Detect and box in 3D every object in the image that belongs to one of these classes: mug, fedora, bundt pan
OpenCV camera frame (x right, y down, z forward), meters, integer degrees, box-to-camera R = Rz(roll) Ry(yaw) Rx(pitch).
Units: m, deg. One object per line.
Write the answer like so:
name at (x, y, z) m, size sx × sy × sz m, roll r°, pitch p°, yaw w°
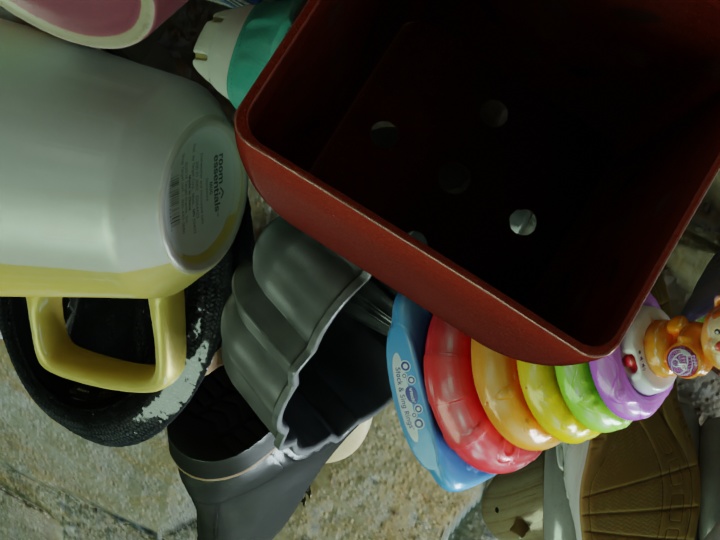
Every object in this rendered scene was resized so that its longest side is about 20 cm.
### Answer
mug at (-0.137, -0.041, 1.551) m, size 0.153 × 0.150 × 0.187 m, roll 10°, pitch 154°, yaw 30°
fedora at (-0.120, -0.002, 1.669) m, size 0.200 × 0.092 × 0.201 m, roll 5°, pitch 99°, yaw 39°
bundt pan at (0.000, 0.000, 1.582) m, size 0.076 × 0.202 × 0.202 m, roll 42°, pitch 156°, yaw 17°

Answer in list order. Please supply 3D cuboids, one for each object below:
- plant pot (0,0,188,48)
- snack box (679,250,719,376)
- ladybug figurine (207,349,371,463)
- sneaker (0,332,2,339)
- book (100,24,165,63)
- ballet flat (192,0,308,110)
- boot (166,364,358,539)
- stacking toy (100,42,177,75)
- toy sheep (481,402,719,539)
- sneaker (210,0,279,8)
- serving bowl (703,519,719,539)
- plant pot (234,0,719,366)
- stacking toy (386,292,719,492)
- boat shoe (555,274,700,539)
plant pot at (-0.104, -0.209, 1.344) m, size 0.200 × 0.179 × 0.200 m, roll 25°, pitch 153°, yaw 14°
snack box at (0.282, 0.046, 1.487) m, size 0.200 × 0.068 × 0.169 m, roll 35°, pitch 153°, yaw -9°
ladybug figurine at (-0.044, 0.048, 1.829) m, size 0.136 × 0.072 × 0.200 m, roll 28°, pitch 154°, yaw 12°
sneaker at (-0.171, 0.041, 1.954) m, size 0.200 × 0.076 × 0.116 m, roll -3°, pitch 140°, yaw 48°
book at (-0.180, -0.174, 1.550) m, size 0.134 × 0.048 × 0.200 m, roll 36°, pitch 178°, yaw 10°
ballet flat at (-0.049, -0.098, 1.486) m, size 0.070 × 0.067 × 0.200 m, roll 19°, pitch 171°, yaw 9°
boot at (-0.024, 0.087, 1.740) m, size 0.078 × 0.200 × 0.138 m, roll 54°, pitch 161°, yaw 32°
stacking toy at (-0.184, -0.091, 1.723) m, size 0.200 × 0.146 × 0.146 m, roll -26°, pitch 120°, yaw 39°
toy sheep at (0.169, 0.136, 1.698) m, size 0.199 × 0.138 × 0.138 m, roll -3°, pitch 146°, yaw 6°
sneaker at (-0.097, -0.179, 1.505) m, size 0.200 × 0.077 × 0.085 m, roll 33°, pitch 158°, yaw 0°
serving bowl at (0.255, 0.174, 1.638) m, size 0.066 × 0.200 × 0.200 m, roll 57°, pitch 177°, yaw 47°
plant pot at (0.060, -0.069, 1.409) m, size 0.200 × 0.200 × 0.176 m, roll 32°, pitch 162°, yaw -1°
stacking toy at (0.122, 0.045, 1.506) m, size 0.200 × 0.110 × 0.116 m, roll -8°, pitch 100°, yaw 38°
boat shoe at (0.141, 0.092, 1.617) m, size 0.071 × 0.201 × 0.069 m, roll 1°, pitch 174°, yaw -19°
